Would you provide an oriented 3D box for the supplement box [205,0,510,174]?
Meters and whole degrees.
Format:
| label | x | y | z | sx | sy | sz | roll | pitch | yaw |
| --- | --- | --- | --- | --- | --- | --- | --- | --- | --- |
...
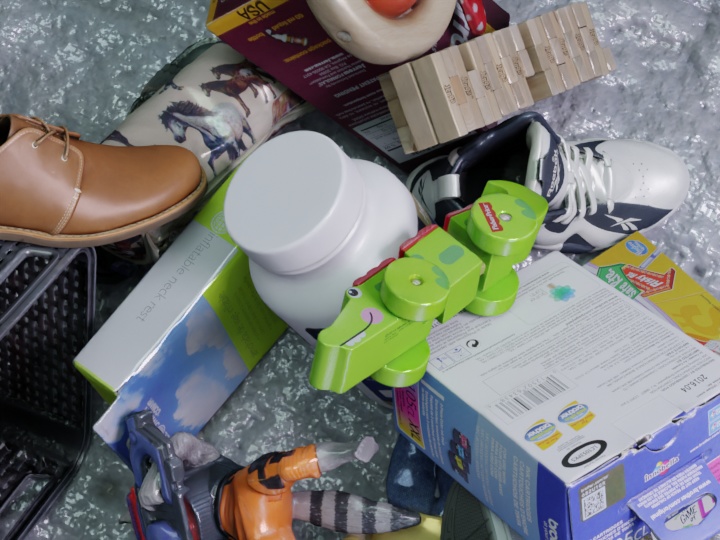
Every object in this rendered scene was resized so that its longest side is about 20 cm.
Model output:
| label | x | y | z | sx | sy | sz | roll | pitch | yaw |
| --- | --- | --- | --- | --- | --- | --- | --- | --- | --- |
| supplement box | 0.004 | -0.166 | 1.030 | 0.085 | 0.200 | 0.111 | -18 | 52 | 40 |

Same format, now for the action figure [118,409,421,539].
| label | x | y | z | sx | sy | sz | roll | pitch | yaw |
| --- | --- | --- | --- | --- | --- | --- | --- | --- | --- |
| action figure | -0.067 | 0.175 | 0.958 | 0.193 | 0.104 | 0.201 | 4 | 107 | 35 |

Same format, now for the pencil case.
| label | x | y | z | sx | sy | sz | roll | pitch | yaw |
| --- | --- | --- | --- | --- | --- | --- | --- | --- | --- |
| pencil case | -0.107 | -0.086 | 1.036 | 0.089 | 0.078 | 0.200 | 38 | 60 | 10 |

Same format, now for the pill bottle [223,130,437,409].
| label | x | y | z | sx | sy | sz | roll | pitch | yaw |
| --- | --- | --- | --- | --- | --- | --- | --- | --- | --- |
| pill bottle | 0.000 | 0.000 | 0.961 | 0.111 | 0.200 | 0.112 | -14 | 56 | 23 |

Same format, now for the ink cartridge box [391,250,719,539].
| label | x | y | z | sx | sy | sz | roll | pitch | yaw |
| --- | --- | --- | --- | --- | --- | --- | --- | --- | --- |
| ink cartridge box | 0.126 | 0.084 | 0.880 | 0.136 | 0.077 | 0.200 | -26 | 37 | -24 |

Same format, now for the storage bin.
| label | x | y | z | sx | sy | sz | roll | pitch | yaw |
| --- | --- | --- | --- | --- | --- | --- | --- | --- | --- |
| storage bin | -0.237 | 0.073 | 0.951 | 0.093 | 0.201 | 0.135 | 19 | 41 | 12 |

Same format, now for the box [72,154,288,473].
| label | x | y | z | sx | sy | sz | roll | pitch | yaw |
| --- | --- | --- | --- | --- | --- | --- | --- | --- | --- |
| box | -0.104 | 0.036 | 1.008 | 0.048 | 0.122 | 0.200 | 32 | 73 | 25 |

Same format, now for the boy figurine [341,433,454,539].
| label | x | y | z | sx | sy | sz | roll | pitch | yaw |
| --- | --- | --- | --- | --- | --- | --- | --- | --- | --- |
| boy figurine | 0.046 | 0.189 | 0.968 | 0.124 | 0.064 | 0.201 | 5 | 70 | 12 |

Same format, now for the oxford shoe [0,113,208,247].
| label | x | y | z | sx | sy | sz | roll | pitch | yaw |
| --- | --- | --- | --- | --- | --- | --- | --- | --- | --- |
| oxford shoe | -0.182 | -0.058 | 0.908 | 0.199 | 0.072 | 0.071 | -7 | 38 | -25 |

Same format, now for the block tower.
| label | x | y | z | sx | sy | sz | roll | pitch | yaw |
| --- | --- | --- | --- | --- | --- | --- | --- | --- | --- |
| block tower | 0.090 | -0.128 | 1.007 | 0.054 | 0.200 | 0.058 | -16 | 96 | 41 |

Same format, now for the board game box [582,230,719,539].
| label | x | y | z | sx | sy | sz | roll | pitch | yaw |
| --- | --- | --- | --- | --- | --- | --- | --- | --- | --- |
| board game box | 0.180 | 0.069 | 0.972 | 0.134 | 0.034 | 0.200 | -32 | 42 | -9 |

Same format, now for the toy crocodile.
| label | x | y | z | sx | sy | sz | roll | pitch | yaw |
| --- | --- | --- | --- | --- | --- | --- | --- | --- | --- |
| toy crocodile | 0.041 | 0.005 | 0.876 | 0.062 | 0.068 | 0.200 | 37 | 52 | 24 |

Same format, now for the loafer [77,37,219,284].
| label | x | y | z | sx | sy | sz | roll | pitch | yaw |
| --- | --- | --- | --- | --- | --- | --- | --- | --- | --- |
| loafer | -0.141 | -0.085 | 1.091 | 0.072 | 0.063 | 0.201 | 23 | 72 | 13 |

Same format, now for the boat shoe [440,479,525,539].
| label | x | y | z | sx | sy | sz | roll | pitch | yaw |
| --- | --- | --- | --- | --- | --- | --- | --- | --- | --- |
| boat shoe | 0.100 | 0.204 | 0.888 | 0.064 | 0.075 | 0.203 | 0 | 50 | -29 |

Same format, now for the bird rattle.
| label | x | y | z | sx | sy | sz | roll | pitch | yaw |
| --- | --- | --- | --- | --- | --- | --- | --- | --- | --- |
| bird rattle | 0.016 | -0.200 | 0.947 | 0.112 | 0.200 | 0.164 | 3 | 57 | 38 |

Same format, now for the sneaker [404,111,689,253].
| label | x | y | z | sx | sy | sz | roll | pitch | yaw |
| --- | --- | --- | --- | --- | --- | --- | --- | --- | --- |
| sneaker | 0.131 | -0.056 | 1.006 | 0.198 | 0.130 | 0.080 | 1 | 85 | -7 |
